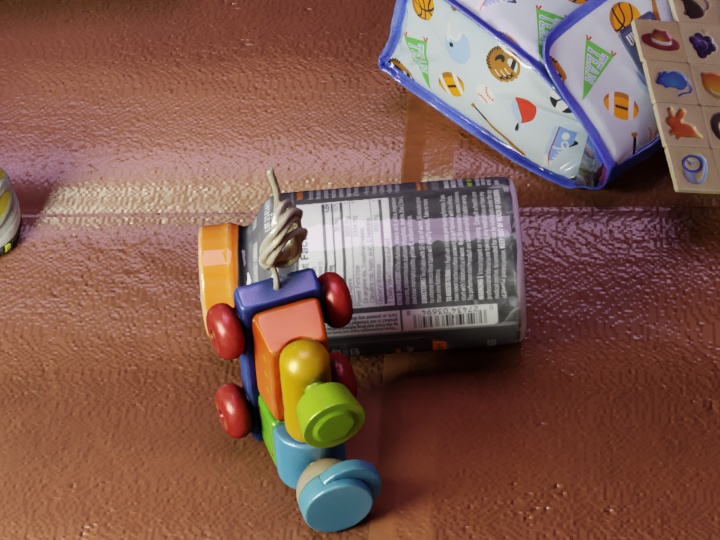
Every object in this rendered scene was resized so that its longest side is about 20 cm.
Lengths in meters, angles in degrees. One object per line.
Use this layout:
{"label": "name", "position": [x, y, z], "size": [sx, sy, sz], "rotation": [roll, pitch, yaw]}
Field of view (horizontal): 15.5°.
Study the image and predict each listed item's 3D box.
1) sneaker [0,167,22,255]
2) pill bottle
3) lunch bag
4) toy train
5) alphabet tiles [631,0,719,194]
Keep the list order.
{"label": "sneaker", "position": [-0.320, -0.025, 1.723], "size": [0.200, 0.076, 0.075], "rotation": [-28, 48, -22]}
{"label": "pill bottle", "position": [0.000, 0.000, 1.642], "size": [0.200, 0.106, 0.106], "rotation": [-4, 41, 1]}
{"label": "lunch bag", "position": [0.145, -0.158, 1.802], "size": [0.200, 0.124, 0.170], "rotation": [40, 56, 21]}
{"label": "toy train", "position": [-0.033, 0.051, 1.519], "size": [0.085, 0.200, 0.116], "rotation": [-16, 47, -13]}
{"label": "alphabet tiles", "position": [0.266, -0.104, 1.738], "size": [0.166, 0.006, 0.200], "rotation": [2, 59, -21]}
